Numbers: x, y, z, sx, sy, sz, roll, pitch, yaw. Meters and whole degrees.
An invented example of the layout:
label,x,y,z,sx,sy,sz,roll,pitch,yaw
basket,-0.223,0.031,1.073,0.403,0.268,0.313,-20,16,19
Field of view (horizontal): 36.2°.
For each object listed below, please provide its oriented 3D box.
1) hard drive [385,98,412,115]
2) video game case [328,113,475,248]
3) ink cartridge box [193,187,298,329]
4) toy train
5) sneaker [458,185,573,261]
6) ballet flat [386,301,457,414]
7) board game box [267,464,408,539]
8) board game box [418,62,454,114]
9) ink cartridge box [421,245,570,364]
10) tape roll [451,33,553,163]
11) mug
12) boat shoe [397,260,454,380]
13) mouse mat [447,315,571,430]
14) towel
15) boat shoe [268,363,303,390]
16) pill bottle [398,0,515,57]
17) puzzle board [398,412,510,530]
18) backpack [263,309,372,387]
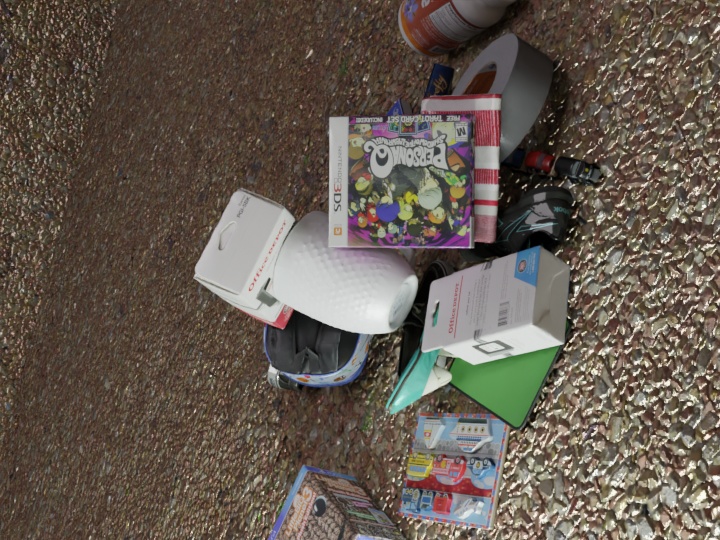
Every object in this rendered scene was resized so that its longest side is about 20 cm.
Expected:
label,x,y,z,sx,sy,sz,roll,pitch,yaw
hard drive,0.028,-0.184,1.909,0.200,0.025,0.132,-47,37,33
video game case,0.055,-0.120,1.495,0.036,0.200,0.182,-5,-84,-77
ink cartridge box,-0.144,-0.013,1.615,0.083,0.200,0.147,23,82,20
toy train,0.251,-0.145,1.514,0.200,0.046,0.034,21,91,59
sneaker,0.205,-0.046,1.504,0.200,0.075,0.079,-31,51,47
ballet flat,0.105,0.118,1.543,0.067,0.070,0.200,102,-168,-76
board game box,-0.039,0.407,1.607,0.200,0.097,0.160,37,104,58
board game box,0.100,-0.212,1.737,0.135,0.035,0.200,65,-137,-85
ink cartridge box,0.179,0.053,1.468,0.200,0.067,0.116,-19,52,47
tape roll,0.191,-0.241,1.596,0.200,0.066,0.200,-51,21,28
mug,0.000,0.000,1.606,0.175,0.200,0.148,24,132,22
boat shoe,0.095,0.074,1.618,0.071,0.064,0.200,-19,57,52
mouse mat,0.195,0.111,1.486,0.161,0.008,0.200,-65,29,3
towel,0.135,-0.142,1.523,0.144,0.023,0.200,8,98,47
boat shoe,-0.091,0.112,1.884,0.064,0.071,0.200,10,70,27
pill bottle,0.160,-0.426,1.755,0.200,0.112,0.112,-22,55,51
puzzle board,0.124,0.269,1.508,0.200,0.017,0.151,-9,66,55
backpack,-0.066,0.088,1.744,0.200,0.154,0.191,2,65,19
